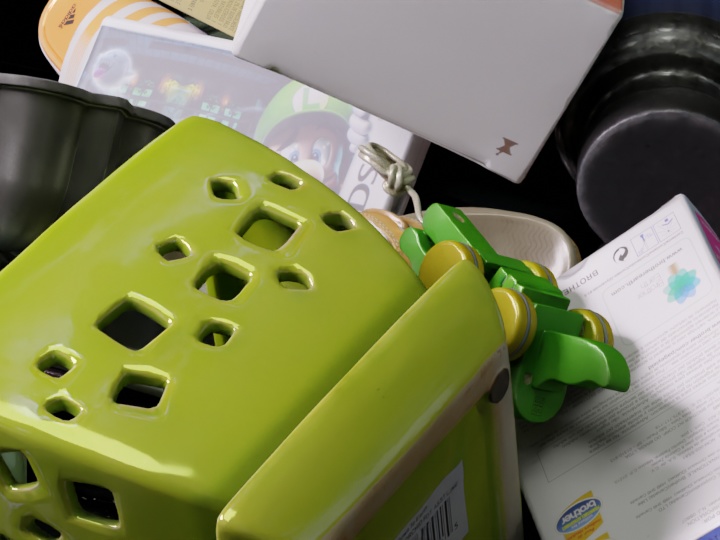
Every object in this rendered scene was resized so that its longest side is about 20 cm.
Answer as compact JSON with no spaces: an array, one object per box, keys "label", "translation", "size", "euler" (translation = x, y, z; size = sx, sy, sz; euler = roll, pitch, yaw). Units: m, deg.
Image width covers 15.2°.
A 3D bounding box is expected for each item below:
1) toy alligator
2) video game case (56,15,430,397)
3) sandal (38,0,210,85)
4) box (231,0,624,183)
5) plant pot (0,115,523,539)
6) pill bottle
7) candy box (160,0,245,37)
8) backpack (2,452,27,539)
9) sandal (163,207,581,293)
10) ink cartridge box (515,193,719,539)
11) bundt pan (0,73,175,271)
[{"label":"toy alligator","translation":[0.046,0.013,1.164],"size":[0.059,0.054,0.200],"euler":[15,20,-42]},{"label":"video game case","translation":[-0.076,-0.026,1.319],"size":[0.200,0.023,0.182],"euler":[14,75,30]},{"label":"sandal","translation":[-0.141,-0.119,1.482],"size":[0.207,0.059,0.079],"euler":[34,93,50]},{"label":"box","translation":[0.040,-0.161,1.284],"size":[0.152,0.106,0.200],"euler":[24,35,-10]},{"label":"plant pot","translation":[-0.046,0.086,1.104],"size":[0.181,0.199,0.200],"euler":[22,48,29]},{"label":"pill bottle","translation":[0.150,-0.093,1.313],"size":[0.112,0.112,0.200],"euler":[-4,34,9]},{"label":"candy box","translation":[0.002,-0.145,1.380],"size":[0.200,0.055,0.115],"euler":[25,39,-6]},{"label":"backpack","translation":[-0.213,0.080,1.201],"size":[0.127,0.167,0.200],"euler":[-2,24,-7]},{"label":"sandal","translation":[0.000,0.000,1.232],"size":[0.200,0.054,0.080],"euler":[7,76,6]},{"label":"ink cartridge box","translation":[0.125,0.072,1.129],"size":[0.119,0.042,0.200],"euler":[-34,41,14]},{"label":"bundt pan","translation":[-0.185,-0.039,1.254],"size":[0.202,0.202,0.076],"euler":[3,80,18]}]
